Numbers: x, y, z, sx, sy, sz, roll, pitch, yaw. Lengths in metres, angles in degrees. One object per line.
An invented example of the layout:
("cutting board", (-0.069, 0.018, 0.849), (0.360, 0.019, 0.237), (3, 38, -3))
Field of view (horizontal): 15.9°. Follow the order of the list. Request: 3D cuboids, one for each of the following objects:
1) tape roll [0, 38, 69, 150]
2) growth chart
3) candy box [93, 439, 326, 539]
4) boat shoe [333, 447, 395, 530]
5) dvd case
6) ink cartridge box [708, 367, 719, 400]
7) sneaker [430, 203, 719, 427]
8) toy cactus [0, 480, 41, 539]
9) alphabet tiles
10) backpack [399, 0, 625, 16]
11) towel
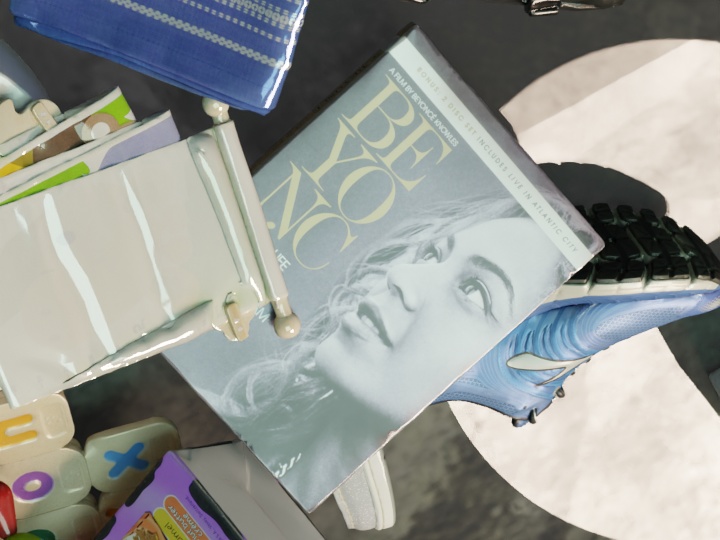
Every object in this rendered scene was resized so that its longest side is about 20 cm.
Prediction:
("tape roll", (-0.233, -0.027, 1.226), (0.202, 0.071, 0.203), (-6, 116, -12))
("growth chart", (-0.130, -0.013, 1.193), (0.199, 0.018, 0.145), (-16, 99, -25))
("candy box", (-0.085, 0.214, 1.289), (0.200, 0.168, 0.071), (-49, 159, 22))
("boat shoe", (-0.038, 0.049, 1.314), (0.065, 0.074, 0.202), (-24, 114, 3))
("dvd case", (0.000, 0.000, 1.262), (0.200, 0.016, 0.149), (-42, 105, -1))
("ink cartridge box", (0.302, 0.053, 1.376), (0.200, 0.116, 0.068), (-31, 119, 2))
("sneaker", (0.094, 0.027, 1.342), (0.199, 0.079, 0.089), (-12, 124, 0))
("toy cactus", (-0.197, 0.209, 1.265), (0.200, 0.102, 0.165), (-43, 83, 23))
("alphabet tiles", (-0.180, 0.140, 1.320), (0.195, 0.015, 0.200), (-16, 132, -7))
("backpack", (0.063, -0.237, 1.180), (0.163, 0.154, 0.200), (3, 133, -10))
("towel", (-0.081, -0.182, 1.175), (0.144, 0.024, 0.201), (22, 116, 13))
